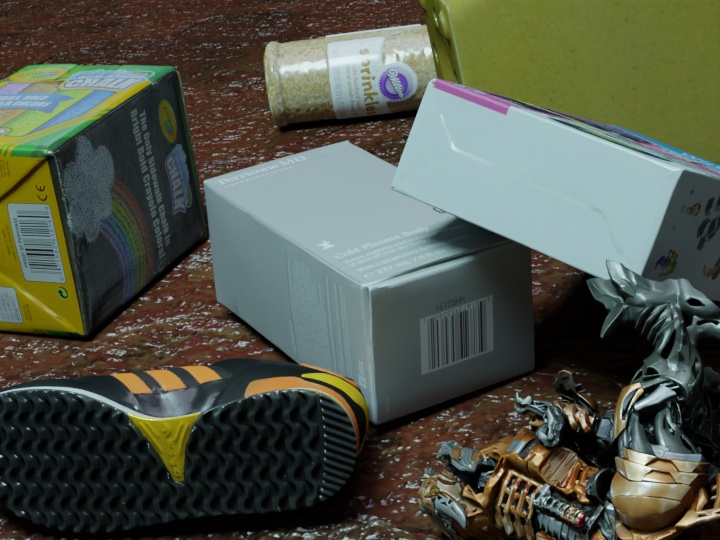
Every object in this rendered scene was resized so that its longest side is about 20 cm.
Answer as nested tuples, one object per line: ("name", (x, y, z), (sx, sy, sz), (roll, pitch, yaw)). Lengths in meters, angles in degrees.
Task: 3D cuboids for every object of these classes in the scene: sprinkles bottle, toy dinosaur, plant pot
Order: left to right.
("sprinkles bottle", (0.026, -0.157, 1.244), (0.198, 0.069, 0.068), (-6, 24, 6))
("plant pot", (0.149, -0.163, 1.084), (0.198, 0.196, 0.196), (-16, 24, -4))
("toy dinosaur", (0.127, 0.086, 0.678), (0.198, 0.103, 0.137), (14, 52, 13))

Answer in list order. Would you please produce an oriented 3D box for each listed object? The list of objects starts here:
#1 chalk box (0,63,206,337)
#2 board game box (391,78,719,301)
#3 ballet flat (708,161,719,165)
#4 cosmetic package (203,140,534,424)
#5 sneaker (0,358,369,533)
("chalk box", (-0.185, -0.059, 1.028), (0.123, 0.126, 0.200), (3, 25, 23))
("board game box", (0.134, -0.037, 0.821), (0.147, 0.065, 0.199), (26, 11, 33))
("ballet flat", (0.205, -0.033, 0.943), (0.199, 0.069, 0.063), (14, 4, 35))
("cosmetic package", (0.000, 0.000, 0.883), (0.106, 0.091, 0.200), (-18, 29, -26))
("sneaker", (-0.092, 0.080, 0.776), (0.198, 0.071, 0.090), (-3, 10, 12))
